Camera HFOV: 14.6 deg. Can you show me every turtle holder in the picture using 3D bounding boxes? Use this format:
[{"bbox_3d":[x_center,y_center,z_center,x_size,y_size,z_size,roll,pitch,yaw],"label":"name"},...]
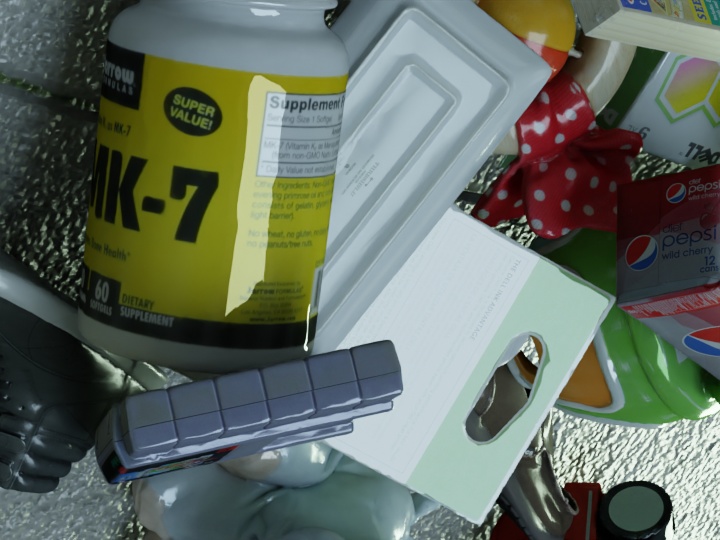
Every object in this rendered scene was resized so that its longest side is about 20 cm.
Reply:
[{"bbox_3d":[0.155,0.008,1.585,0.141,0.131,0.186,57,35,-32],"label":"turtle holder"}]

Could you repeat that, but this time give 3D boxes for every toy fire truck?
[{"bbox_3d":[0.097,0.231,1.738,0.199,0.177,0.129,-1,138,11],"label":"toy fire truck"}]

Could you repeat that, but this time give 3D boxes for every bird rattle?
[{"bbox_3d":[0.093,-0.114,1.445,0.162,0.113,0.201,18,115,-30],"label":"bird rattle"}]

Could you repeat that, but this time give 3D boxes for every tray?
[{"bbox_3d":[-0.002,-0.050,1.382,0.107,0.022,0.200,37,94,-18],"label":"tray"}]

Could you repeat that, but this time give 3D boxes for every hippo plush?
[{"bbox_3d":[-0.026,0.177,1.511,0.199,0.161,0.159,23,117,-34],"label":"hippo plush"}]

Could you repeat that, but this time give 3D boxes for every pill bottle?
[{"bbox_3d":[-0.066,-0.061,1.299,0.114,0.114,0.201,-2,103,-42],"label":"pill bottle"}]

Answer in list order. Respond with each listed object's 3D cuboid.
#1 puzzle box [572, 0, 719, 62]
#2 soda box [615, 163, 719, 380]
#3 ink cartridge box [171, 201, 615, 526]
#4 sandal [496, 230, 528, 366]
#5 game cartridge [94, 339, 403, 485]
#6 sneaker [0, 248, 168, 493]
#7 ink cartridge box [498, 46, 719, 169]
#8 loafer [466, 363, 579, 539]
[{"bbox_3d":[0.127,-0.196,1.339,0.133,0.201,0.025,4,151,-45],"label":"puzzle box"},{"bbox_3d":[0.206,0.015,1.473,0.063,0.070,0.200,-11,154,30],"label":"soda box"},{"bbox_3d":[0.011,0.023,1.442,0.199,0.048,0.146,28,97,-22],"label":"ink cartridge box"},{"bbox_3d":[0.003,-0.008,1.496,0.206,0.059,0.080,16,104,-26],"label":"sandal"},{"bbox_3d":[-0.057,0.070,1.312,0.129,0.039,0.200,-16,175,-10],"label":"game cartridge"},{"bbox_3d":[-0.176,0.049,1.362,0.099,0.071,0.200,-51,146,-2],"label":"sneaker"},{"bbox_3d":[0.175,-0.115,1.552,0.104,0.059,0.200,15,112,-50],"label":"ink cartridge box"},{"bbox_3d":[0.093,0.094,1.647,0.071,0.073,0.200,-40,142,-6],"label":"loafer"}]
